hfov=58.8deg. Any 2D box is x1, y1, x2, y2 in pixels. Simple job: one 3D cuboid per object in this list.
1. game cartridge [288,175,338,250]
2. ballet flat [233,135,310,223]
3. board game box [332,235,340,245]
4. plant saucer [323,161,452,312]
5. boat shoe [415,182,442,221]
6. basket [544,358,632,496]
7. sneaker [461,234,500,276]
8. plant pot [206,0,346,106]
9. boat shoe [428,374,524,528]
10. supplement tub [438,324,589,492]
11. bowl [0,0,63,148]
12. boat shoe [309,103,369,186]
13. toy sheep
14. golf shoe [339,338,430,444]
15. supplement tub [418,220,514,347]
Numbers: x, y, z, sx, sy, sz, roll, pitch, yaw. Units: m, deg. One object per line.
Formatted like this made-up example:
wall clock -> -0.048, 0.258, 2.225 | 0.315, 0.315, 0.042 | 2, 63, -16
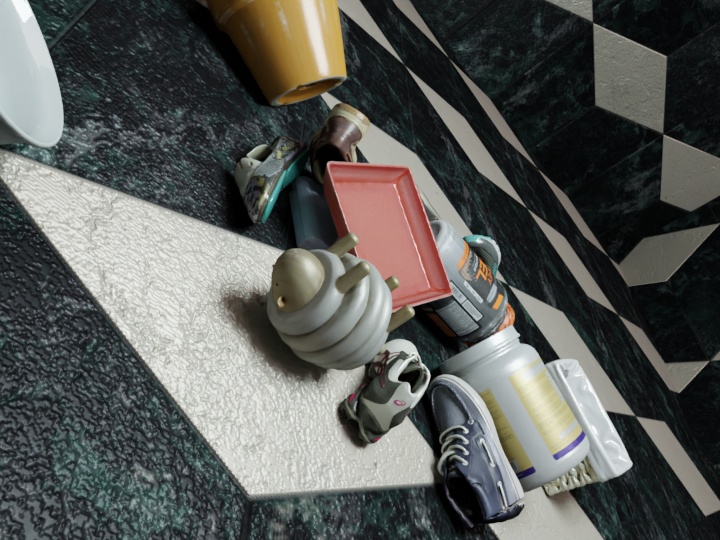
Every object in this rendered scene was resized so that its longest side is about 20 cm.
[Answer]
game cartridge -> -0.016, -0.039, 0.905 | 0.200, 0.040, 0.134 | 29, 40, -43
ballet flat -> -0.120, -0.119, 0.798 | 0.072, 0.072, 0.200 | 48, 26, -16
board game box -> 0.000, 0.000, 0.835 | 0.103, 0.019, 0.200 | 52, 38, -19
plant saucer -> 0.034, -0.044, 0.855 | 0.200, 0.037, 0.200 | -11, 80, -54
boat shoe -> 0.121, -0.078, 1.145 | 0.200, 0.074, 0.073 | 64, 21, 4
basket -> 0.343, 0.265, 1.079 | 0.135, 0.123, 0.200 | 11, 50, -56
sneaker -> 0.211, 0.024, 1.126 | 0.200, 0.077, 0.091 | 70, 23, -44
plant pot -> -0.108, -0.356, 0.958 | 0.200, 0.200, 0.184 | -33, 105, -65
boat shoe -> 0.129, 0.225, 0.809 | 0.093, 0.075, 0.200 | 4, 50, -51
supplement tub -> 0.212, 0.194, 0.905 | 0.200, 0.145, 0.145 | 62, 26, 11
bowl -> -0.302, -0.172, 0.452 | 0.201, 0.090, 0.202 | 161, -90, -86
boat shoe -> -0.042, -0.149, 0.870 | 0.072, 0.200, 0.072 | 28, 72, -8
toy sheep -> -0.024, 0.042, 0.686 | 0.200, 0.138, 0.138 | 46, 26, -39
golf shoe -> 0.051, 0.131, 0.766 | 0.077, 0.088, 0.200 | 52, 24, -5
supplement tub -> 0.149, 0.028, 1.014 | 0.200, 0.122, 0.123 | 46, 27, -22
